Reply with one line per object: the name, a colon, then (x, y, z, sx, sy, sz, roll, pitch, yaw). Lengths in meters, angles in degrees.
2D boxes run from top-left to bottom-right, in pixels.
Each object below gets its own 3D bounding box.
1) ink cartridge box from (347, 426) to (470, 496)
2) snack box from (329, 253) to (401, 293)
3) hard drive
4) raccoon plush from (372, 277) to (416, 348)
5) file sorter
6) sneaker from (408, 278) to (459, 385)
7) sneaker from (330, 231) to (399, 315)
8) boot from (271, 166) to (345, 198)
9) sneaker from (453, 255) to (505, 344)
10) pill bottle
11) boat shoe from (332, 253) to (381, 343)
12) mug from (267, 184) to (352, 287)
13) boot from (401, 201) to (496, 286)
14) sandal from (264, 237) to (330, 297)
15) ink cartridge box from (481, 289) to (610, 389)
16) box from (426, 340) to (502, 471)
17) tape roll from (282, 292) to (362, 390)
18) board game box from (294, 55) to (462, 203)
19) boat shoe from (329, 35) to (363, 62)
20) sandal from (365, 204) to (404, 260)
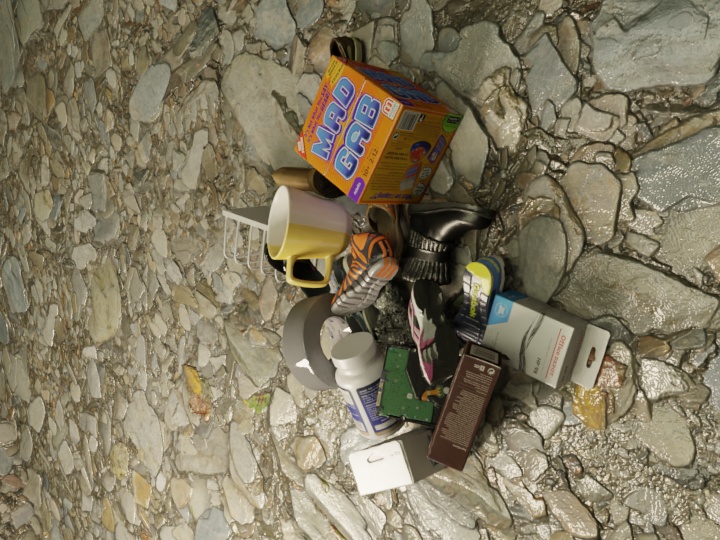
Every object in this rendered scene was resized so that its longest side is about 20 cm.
ink cartridge box: (0.097, 0.360, 1.357, 0.146, 0.199, 0.087, -27, 77, 39)
snack box: (0.003, -0.008, 1.518, 0.199, 0.024, 0.073, -36, 72, 37)
hard drive: (0.135, 0.226, 1.333, 0.197, 0.038, 0.141, 8, 75, 9)
raccoon plush: (0.109, 0.090, 1.423, 0.197, 0.097, 0.136, 13, 88, 8)
file sorter: (-0.210, -0.067, 1.623, 0.199, 0.138, 0.126, 20, 110, 37)
sneaker: (0.133, 0.123, 1.319, 0.087, 0.079, 0.202, 113, 156, -61)
sneaker: (0.000, 0.000, 1.406, 0.200, 0.077, 0.113, -44, 50, 34)
boot: (-0.117, -0.195, 1.509, 0.198, 0.174, 0.067, 11, 94, 35)
sneaker: (0.230, 0.060, 1.305, 0.073, 0.082, 0.202, 28, 131, 26)
pill bottle: (0.016, 0.234, 1.422, 0.115, 0.116, 0.202, 0, 122, 40)
boat shoe: (-0.006, 0.066, 1.483, 0.061, 0.075, 0.202, -21, 99, 33)
mug: (-0.105, -0.072, 1.449, 0.149, 0.151, 0.189, -143, 63, -63)
boot: (0.168, -0.048, 1.334, 0.210, 0.079, 0.160, 4, 90, 51)
sandal: (-0.129, -0.002, 1.528, 0.076, 0.200, 0.048, -50, 33, -8)
ink cartridge box: (0.322, 0.125, 1.229, 0.199, 0.066, 0.117, 24, 110, 36)
box: (0.184, 0.236, 1.227, 0.074, 0.100, 0.202, 18, 101, 9)
tape roll: (-0.072, 0.152, 1.482, 0.066, 0.199, 0.203, -14, 85, 39)
board game box: (0.033, -0.266, 1.353, 0.200, 0.199, 0.201, 41, 118, 30)
boat shoe: (-0.036, -0.393, 1.477, 0.074, 0.074, 0.205, -8, 87, 51)
sandal: (0.042, -0.108, 1.432, 0.080, 0.054, 0.202, -35, 51, 36)
